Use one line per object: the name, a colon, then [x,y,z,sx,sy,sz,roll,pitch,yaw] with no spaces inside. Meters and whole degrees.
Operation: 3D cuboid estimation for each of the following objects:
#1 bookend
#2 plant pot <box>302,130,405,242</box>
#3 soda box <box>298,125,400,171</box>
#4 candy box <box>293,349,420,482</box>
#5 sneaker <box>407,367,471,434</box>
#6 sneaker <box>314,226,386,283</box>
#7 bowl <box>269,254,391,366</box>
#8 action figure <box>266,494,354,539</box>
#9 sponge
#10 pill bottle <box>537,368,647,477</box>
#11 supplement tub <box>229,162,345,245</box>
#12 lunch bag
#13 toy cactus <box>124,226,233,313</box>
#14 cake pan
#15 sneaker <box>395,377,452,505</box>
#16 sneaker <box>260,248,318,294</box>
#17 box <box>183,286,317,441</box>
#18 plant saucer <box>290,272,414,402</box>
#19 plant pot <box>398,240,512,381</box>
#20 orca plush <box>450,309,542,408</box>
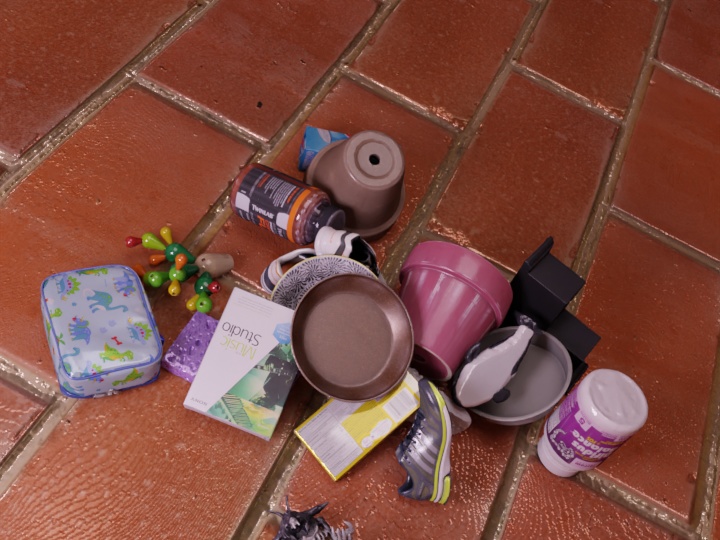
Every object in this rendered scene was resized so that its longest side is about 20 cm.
bookend: [0.348,0.082,1.492,0.199,0.200,0.092,40,51,14]
plant pot: [0.003,-0.168,1.546,0.199,0.175,0.201,4,74,-13]
soda box: [-0.021,-0.226,1.693,0.199,0.064,0.068,11,50,-13]
candy box: [0.004,0.225,1.317,0.200,0.026,0.102,-39,70,-13]
sneaker: [0.092,0.202,1.389,0.199,0.077,0.081,24,43,-1]
sneaker: [0.000,0.000,1.450,0.080,0.200,0.074,5,62,37]
bowl: [-0.052,0.083,1.397,0.200,0.094,0.202,1,74,-3]
action figure: [-0.057,0.393,1.164,0.119,0.102,0.200,-32,70,-24]
sponge: [-0.203,0.153,1.347,0.199,0.030,0.112,28,50,2]
pill bottle: [0.365,0.253,1.360,0.112,0.200,0.113,10,50,-12]
supplement tub: [-0.127,-0.112,1.505,0.199,0.107,0.107,25,47,23]
lunch bag: [-0.394,0.092,1.292,0.160,0.083,0.201,-12,58,-26]
toy cactus: [-0.285,-0.010,1.409,0.200,0.103,0.165,33,30,33]
cake pan: [0.259,0.181,1.431,0.199,0.037,0.201,-11,42,10]
sneaker: [0.094,0.263,1.285,0.081,0.074,0.201,-3,97,-9]
sneaker: [-0.070,0.000,1.477,0.199,0.079,0.079,-13,78,-26]
box: [-0.167,0.142,1.302,0.144,0.036,0.201,21,73,0]
plant saucer: [-0.015,0.105,1.309,0.199,0.037,0.201,4,77,-18]
plant pot: [0.136,0.079,1.435,0.199,0.200,0.179,29,65,4]
orca plush: [0.210,0.150,1.403,0.105,0.071,0.200,38,70,-16]
